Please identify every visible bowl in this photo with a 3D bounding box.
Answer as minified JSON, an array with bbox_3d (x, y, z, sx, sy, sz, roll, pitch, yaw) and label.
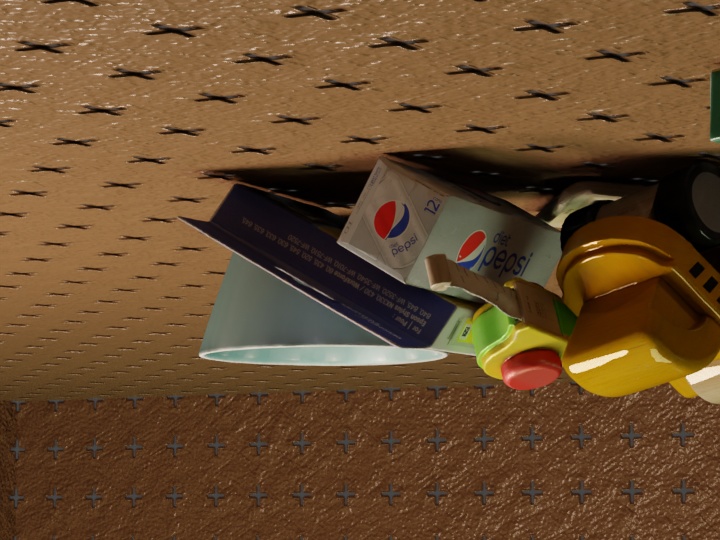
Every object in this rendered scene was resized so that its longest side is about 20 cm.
[{"bbox_3d":[-0.029,0.018,1.989,0.200,0.105,0.201,1,174,0],"label":"bowl"}]

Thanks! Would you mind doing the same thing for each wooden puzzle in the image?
[{"bbox_3d":[0.228,-0.035,1.817,0.200,0.037,0.185,1,173,-5],"label":"wooden puzzle"}]

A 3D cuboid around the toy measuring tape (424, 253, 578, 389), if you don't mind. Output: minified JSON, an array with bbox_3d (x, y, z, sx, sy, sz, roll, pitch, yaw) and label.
[{"bbox_3d":[0.087,0.035,1.659,0.073,0.074,0.200,-5,162,38],"label":"toy measuring tape"}]

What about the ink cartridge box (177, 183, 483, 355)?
[{"bbox_3d":[0.000,0.000,1.749,0.198,0.047,0.200,30,-175,24],"label":"ink cartridge box"}]

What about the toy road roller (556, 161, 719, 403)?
[{"bbox_3d":[0.216,0.038,1.676,0.123,0.146,0.200,-21,124,44],"label":"toy road roller"}]

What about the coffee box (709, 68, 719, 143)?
[{"bbox_3d":[0.293,-0.091,1.288,0.123,0.044,0.200,6,171,-39],"label":"coffee box"}]

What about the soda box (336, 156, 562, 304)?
[{"bbox_3d":[0.067,-0.022,1.701,0.063,0.068,0.200,31,-172,29],"label":"soda box"}]
